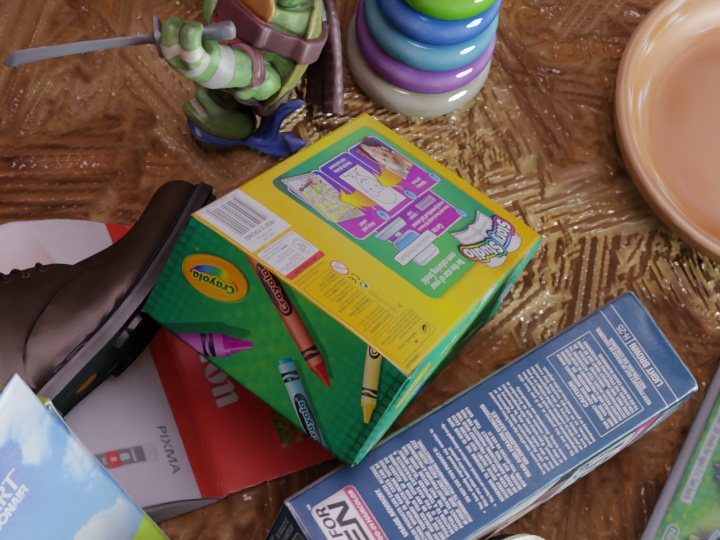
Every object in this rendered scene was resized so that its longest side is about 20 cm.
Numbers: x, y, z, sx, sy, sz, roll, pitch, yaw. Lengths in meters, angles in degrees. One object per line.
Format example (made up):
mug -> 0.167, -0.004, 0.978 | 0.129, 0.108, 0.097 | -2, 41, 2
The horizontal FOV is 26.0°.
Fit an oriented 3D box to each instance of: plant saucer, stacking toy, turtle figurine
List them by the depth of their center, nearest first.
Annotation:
turtle figurine -> -0.076, -0.163, 0.791 | 0.200, 0.194, 0.144 | 36, 22, 1
stacking toy -> 0.044, -0.164, 0.807 | 0.085, 0.200, 0.086 | 3, 65, -7
plant saucer -> 0.238, -0.078, 0.888 | 0.199, 0.037, 0.201 | 3, 64, -7

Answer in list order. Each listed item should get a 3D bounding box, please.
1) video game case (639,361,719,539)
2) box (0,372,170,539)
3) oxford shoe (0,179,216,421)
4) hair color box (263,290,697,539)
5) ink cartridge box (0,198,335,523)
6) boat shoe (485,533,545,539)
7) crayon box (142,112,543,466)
video game case -> 0.240, 0.134, 0.772 | 0.181, 0.022, 0.200 | 26, 59, 10
box -> -0.137, 0.141, 0.649 | 0.047, 0.200, 0.122 | 12, 58, 36
oxford shoe -> -0.140, 0.019, 0.721 | 0.084, 0.073, 0.200 | 36, 60, 5
hair color box -> 0.055, 0.095, 0.746 | 0.199, 0.100, 0.061 | -29, 76, -19
ink cartridge box -> -0.122, 0.046, 0.771 | 0.199, 0.050, 0.163 | -18, 70, -12
boat shoe -> 0.013, 0.194, 0.703 | 0.201, 0.063, 0.074 | -48, 115, -17
crayon box -> 0.000, 0.000, 0.747 | 0.119, 0.058, 0.200 | 36, 28, 9
